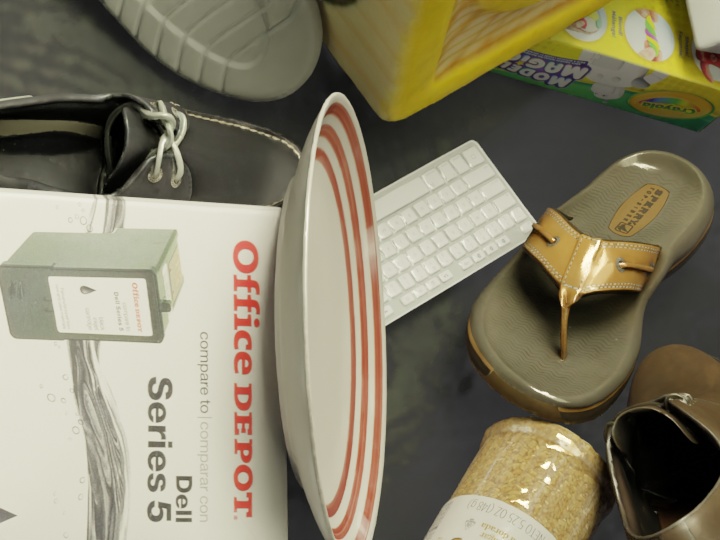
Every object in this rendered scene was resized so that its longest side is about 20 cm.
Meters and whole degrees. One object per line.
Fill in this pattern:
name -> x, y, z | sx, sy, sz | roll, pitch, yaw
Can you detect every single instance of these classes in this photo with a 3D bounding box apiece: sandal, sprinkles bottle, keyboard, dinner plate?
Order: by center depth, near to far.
dinner plate -> -0.014, 0.026, 1.168 | 0.024, 0.200, 0.201 | -2, 65, 8
sprinkles bottle -> 0.041, 0.155, 1.198 | 0.068, 0.068, 0.200 | 39, 55, -8
sandal -> -0.099, -0.156, 1.262 | 0.202, 0.082, 0.050 | 36, 27, -12
keyboard -> 0.000, 0.000, 1.279 | 0.200, 0.011, 0.056 | -30, 85, -36
sandal -> 0.112, -0.005, 1.292 | 0.082, 0.055, 0.200 | 26, 45, 19

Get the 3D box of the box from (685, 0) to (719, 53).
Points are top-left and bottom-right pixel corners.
box -> 0.261, -0.166, 1.393 | 0.200, 0.124, 0.098 | 2, 72, -50

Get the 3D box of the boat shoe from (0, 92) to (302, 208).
boat shoe -> -0.101, -0.042, 1.208 | 0.200, 0.063, 0.073 | 0, 69, -30

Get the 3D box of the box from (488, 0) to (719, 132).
box -> 0.118, -0.145, 1.389 | 0.200, 0.048, 0.118 | 14, 61, -22

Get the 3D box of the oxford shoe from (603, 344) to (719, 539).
oxford shoe -> 0.146, 0.078, 1.240 | 0.084, 0.073, 0.200 | 55, 13, -23

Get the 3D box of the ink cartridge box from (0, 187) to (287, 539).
ink cartridge box -> -0.133, 0.043, 1.121 | 0.200, 0.084, 0.146 | 2, 83, -29

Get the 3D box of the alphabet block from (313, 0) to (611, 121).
alphabet block -> 0.044, -0.224, 1.252 | 0.196, 0.195, 0.200 | -31, 71, -19
